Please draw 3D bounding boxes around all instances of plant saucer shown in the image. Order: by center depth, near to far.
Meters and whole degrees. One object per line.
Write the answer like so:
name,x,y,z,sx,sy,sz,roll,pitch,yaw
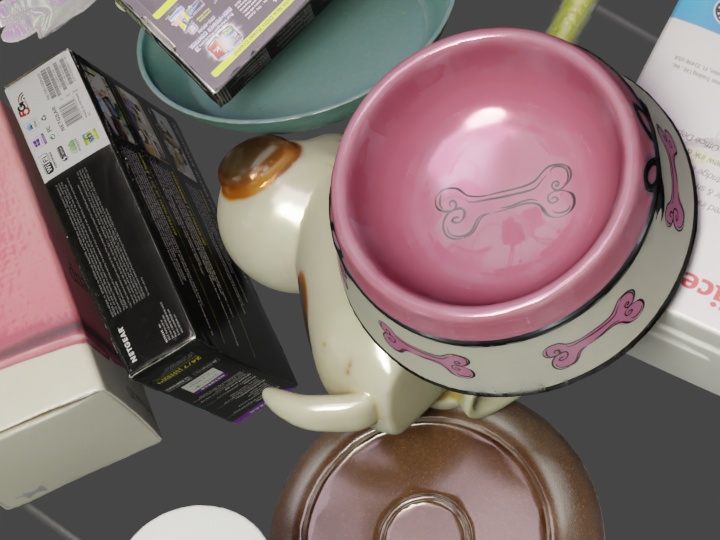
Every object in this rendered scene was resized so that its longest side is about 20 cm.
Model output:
plant saucer,0.040,0.158,1.500,0.200,0.032,0.201,-4,72,13
plant saucer,-0.035,-0.143,1.579,0.200,0.036,0.200,-10,42,9

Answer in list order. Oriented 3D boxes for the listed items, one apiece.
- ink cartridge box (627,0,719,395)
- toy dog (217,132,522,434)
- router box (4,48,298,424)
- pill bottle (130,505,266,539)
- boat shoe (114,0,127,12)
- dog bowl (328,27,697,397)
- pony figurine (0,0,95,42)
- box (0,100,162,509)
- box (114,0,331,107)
ink cartridge box,0.219,-0.042,1.458,0.147,0.146,0.200,25,79,19
toy dog,0.000,0.000,1.511,0.194,0.140,0.200,-40,55,-9
router box,-0.121,-0.018,1.529,0.051,0.149,0.200,-31,67,13
pill bottle,-0.073,0.214,1.406,0.113,0.200,0.113,-4,54,6
boat shoe,-0.059,-0.198,1.574,0.200,0.060,0.072,-6,42,14
dog bowl,0.073,-0.039,1.376,0.200,0.074,0.200,-7,66,15
pony figurine,-0.181,-0.254,1.616,0.193,0.200,0.167,-20,68,21
box,-0.212,0.021,1.552,0.109,0.128,0.200,-24,69,4
box,-0.067,-0.221,1.510,0.160,0.044,0.200,44,88,7
